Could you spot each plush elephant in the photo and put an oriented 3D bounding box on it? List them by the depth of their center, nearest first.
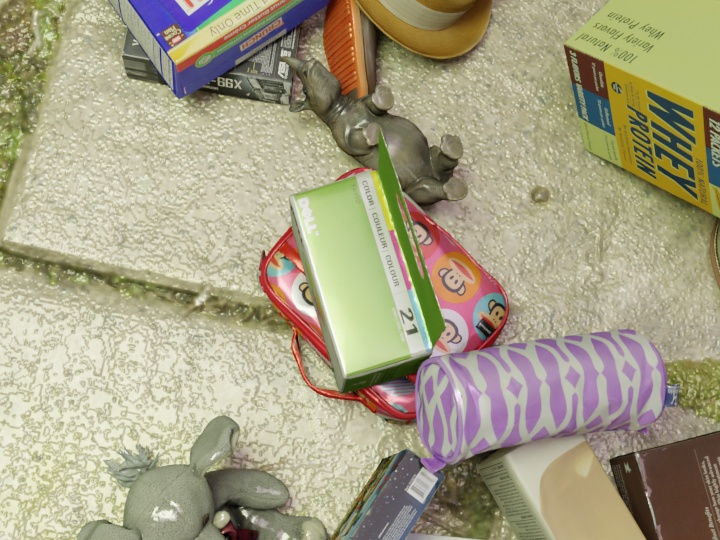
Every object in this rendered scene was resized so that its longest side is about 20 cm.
[{"bbox_3d":[-0.130,0.205,0.835,0.200,0.155,0.165,44,76,5],"label":"plush elephant"}]

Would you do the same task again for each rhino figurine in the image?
[{"bbox_3d":[0.008,-0.126,0.956,0.199,0.087,0.060,36,77,-8],"label":"rhino figurine"}]

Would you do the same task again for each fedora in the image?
[{"bbox_3d":[0.066,-0.294,0.979,0.199,0.081,0.204,11,72,-37],"label":"fedora"}]

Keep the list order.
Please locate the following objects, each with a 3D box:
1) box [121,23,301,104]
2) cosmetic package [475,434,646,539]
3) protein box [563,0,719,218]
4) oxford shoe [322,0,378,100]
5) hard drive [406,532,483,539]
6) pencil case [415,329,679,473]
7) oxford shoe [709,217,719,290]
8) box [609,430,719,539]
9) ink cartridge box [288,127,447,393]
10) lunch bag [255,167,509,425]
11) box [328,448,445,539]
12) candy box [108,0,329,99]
[{"bbox_3d":[-0.127,-0.267,1.006,0.155,0.050,0.203,8,75,-4],"label":"box"},{"bbox_3d":[0.184,0.227,0.894,0.070,0.105,0.202,-28,82,-14],"label":"cosmetic package"},{"bbox_3d":[0.325,-0.178,0.949,0.200,0.136,0.198,-42,49,-14],"label":"protein box"},{"bbox_3d":[0.007,-0.251,1.009,0.072,0.071,0.203,-1,86,-26],"label":"oxford shoe"},{"bbox_3d":[0.073,0.318,0.863,0.130,0.025,0.203,-2,73,31],"label":"hard drive"},{"bbox_3d":[0.139,0.096,0.827,0.197,0.084,0.087,-4,111,-20],"label":"pencil case"},{"bbox_3d":[0.368,-0.046,0.996,0.070,0.074,0.203,2,76,-6],"label":"oxford shoe"},{"bbox_3d":[0.329,0.187,0.937,0.197,0.075,0.102,-11,78,-11],"label":"box"},{"bbox_3d":[0.000,0.000,0.799,0.075,0.200,0.150,-16,78,-5],"label":"ink cartridge box"},{"bbox_3d":[0.011,0.031,0.938,0.200,0.082,0.176,43,80,6],"label":"lunch bag"},{"bbox_3d":[-0.014,0.238,0.850,0.037,0.137,0.201,35,75,1],"label":"box"},{"bbox_3d":[-0.146,-0.282,0.942,0.168,0.077,0.201,-35,82,-13],"label":"candy box"}]
